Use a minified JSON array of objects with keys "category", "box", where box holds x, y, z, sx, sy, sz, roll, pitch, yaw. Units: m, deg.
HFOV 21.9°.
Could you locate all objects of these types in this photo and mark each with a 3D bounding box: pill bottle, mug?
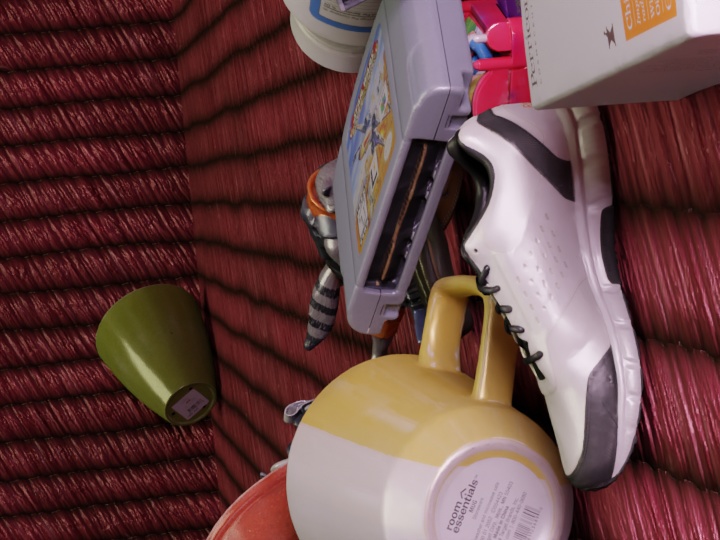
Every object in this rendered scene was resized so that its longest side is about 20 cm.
[{"category":"pill bottle","box":[0.002,-0.215,1.188,0.200,0.111,0.113,106,156,-63]},{"category":"mug","box":[0.042,0.112,1.069,0.188,0.149,0.153,70,164,-8]}]

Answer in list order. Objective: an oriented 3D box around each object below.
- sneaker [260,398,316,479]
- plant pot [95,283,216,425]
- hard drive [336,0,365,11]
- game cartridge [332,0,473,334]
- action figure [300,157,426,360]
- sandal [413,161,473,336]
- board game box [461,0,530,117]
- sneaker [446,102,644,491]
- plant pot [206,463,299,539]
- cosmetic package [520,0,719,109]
[{"category":"sneaker","box":[-0.009,0.177,1.418,0.080,0.129,0.200,104,158,-64]},{"category":"plant pot","box":[-0.316,0.156,3.076,0.200,0.186,0.188,53,151,42]},{"category":"hard drive","box":[0.015,-0.257,1.041,0.042,0.134,0.201,35,-143,-54]},{"category":"game cartridge","box":[0.021,-0.076,1.092,0.201,0.041,0.134,108,159,-44]},{"category":"action figure","box":[0.000,0.000,1.363,0.194,0.104,0.201,81,177,-47]},{"category":"sandal","box":[0.046,-0.053,1.223,0.082,0.054,0.201,-140,31,-84]},{"category":"board game box","box":[0.072,-0.115,1.050,0.200,0.039,0.159,118,144,-71]},{"category":"sneaker","box":[0.089,0.012,0.926,0.074,0.079,0.201,133,129,-75]},{"category":"plant pot","box":[0.014,0.252,1.217,0.196,0.199,0.202,-120,25,-47]},{"category":"cosmetic package","box":[0.118,-0.124,0.707,0.200,0.071,0.102,164,100,-80]}]
